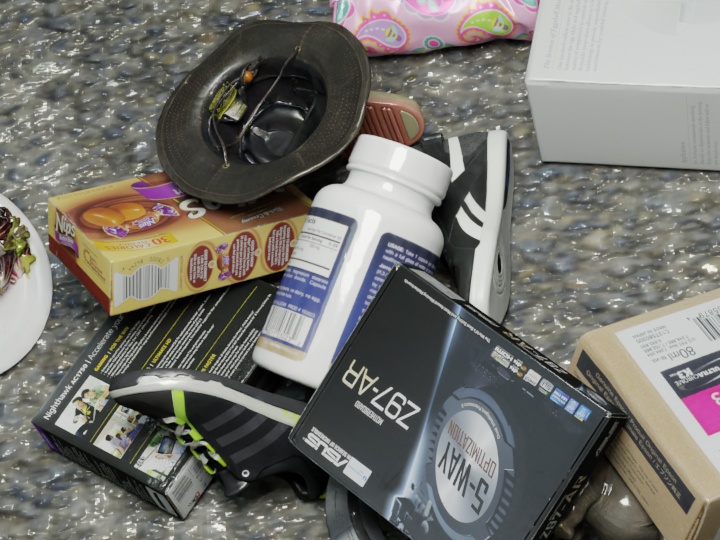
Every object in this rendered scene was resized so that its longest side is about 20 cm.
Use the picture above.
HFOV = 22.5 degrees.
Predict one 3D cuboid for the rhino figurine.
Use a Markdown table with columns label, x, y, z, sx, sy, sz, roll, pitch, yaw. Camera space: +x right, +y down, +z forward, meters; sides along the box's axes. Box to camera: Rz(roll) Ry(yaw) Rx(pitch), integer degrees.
| label | x | y | z | sx | sy | sz | roll | pitch | yaw |
| --- | --- | --- | --- | --- | --- | --- | --- | --- | --- |
| rhino figurine | 0.167 | 0.167 | 1.334 | 0.200 | 0.060 | 0.088 | 31 | 61 | 7 |

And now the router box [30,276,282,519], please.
| label | x | y | z | sx | sy | sz | roll | pitch | yaw |
| --- | --- | --- | --- | --- | --- | --- | --- | --- | --- |
| router box | -0.152 | 0.085 | 1.491 | 0.149 | 0.051 | 0.200 | 24 | 66 | 27 |

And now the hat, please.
| label | x | y | z | sx | sy | sz | roll | pitch | yaw |
| --- | --- | --- | --- | --- | --- | --- | --- | --- | --- |
| hat | -0.067 | -0.115 | 1.497 | 0.200 | 0.081 | 0.201 | -16 | 51 | 20 |

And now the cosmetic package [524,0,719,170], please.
| label | x | y | z | sx | sy | sz | roll | pitch | yaw |
| --- | --- | --- | --- | --- | --- | --- | --- | --- | --- |
| cosmetic package | 0.256 | -0.199 | 1.530 | 0.199 | 0.123 | 0.200 | 5 | 60 | 15 |

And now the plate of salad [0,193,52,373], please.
| label | x | y | z | sx | sy | sz | roll | pitch | yaw |
| --- | --- | --- | --- | --- | --- | --- | --- | --- | --- |
| plate of salad | -0.358 | 0.002 | 1.544 | 0.199 | 0.048 | 0.201 | 10 | 63 | -21 |

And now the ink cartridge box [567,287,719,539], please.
| label | x | y | z | sx | sy | sz | roll | pitch | yaw |
| --- | --- | --- | --- | --- | --- | --- | --- | --- | --- |
| ink cartridge box | 0.275 | 0.099 | 1.329 | 0.199 | 0.075 | 0.165 | -17 | 52 | -26 |

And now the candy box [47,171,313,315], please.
| label | x | y | z | sx | sy | sz | roll | pitch | yaw |
| --- | --- | --- | --- | --- | --- | --- | --- | --- | --- |
| candy box | -0.144 | -0.033 | 1.499 | 0.199 | 0.057 | 0.117 | -16 | 37 | -30 |

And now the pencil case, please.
| label | x | y | z | sx | sy | sz | roll | pitch | yaw |
| --- | --- | --- | --- | --- | --- | --- | --- | --- | --- |
| pencil case | 0.074 | -0.239 | 1.622 | 0.199 | 0.088 | 0.088 | -3 | 58 | 12 |

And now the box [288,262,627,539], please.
| label | x | y | z | sx | sy | sz | roll | pitch | yaw |
| --- | --- | --- | --- | --- | --- | --- | --- | --- | --- |
| box | 0.067 | 0.114 | 1.310 | 0.200 | 0.044 | 0.160 | 37 | 100 | 23 |

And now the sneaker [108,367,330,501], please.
| label | x | y | z | sx | sy | sz | roll | pitch | yaw |
| --- | --- | --- | --- | --- | --- | --- | --- | --- | --- |
| sneaker | -0.100 | 0.131 | 1.392 | 0.199 | 0.072 | 0.083 | 17 | 75 | -19 |

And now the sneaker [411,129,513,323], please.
| label | x | y | z | sx | sy | sz | roll | pitch | yaw |
| --- | --- | --- | --- | --- | --- | --- | --- | --- | --- |
| sneaker | 0.067 | -0.028 | 1.506 | 0.111 | 0.073 | 0.200 | -4 | 50 | 15 |

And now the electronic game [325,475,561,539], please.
| label | x | y | z | sx | sy | sz | roll | pitch | yaw |
| --- | --- | --- | --- | --- | --- | --- | --- | --- | --- |
| electronic game | 0.072 | 0.178 | 1.385 | 0.199 | 0.042 | 0.201 | -1 | 57 | 2 |

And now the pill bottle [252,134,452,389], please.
| label | x | y | z | sx | sy | sz | roll | pitch | yaw |
| --- | --- | --- | --- | --- | --- | --- | --- | --- | --- |
| pill bottle | 0.000 | 0.000 | 1.429 | 0.111 | 0.111 | 0.201 | 20 | 86 | 24 |

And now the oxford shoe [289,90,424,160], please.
| label | x | y | z | sx | sy | sz | roll | pitch | yaw |
| --- | --- | --- | --- | --- | --- | --- | --- | --- | --- |
| oxford shoe | -0.033 | -0.144 | 1.589 | 0.199 | 0.071 | 0.074 | 3 | 45 | 23 |
